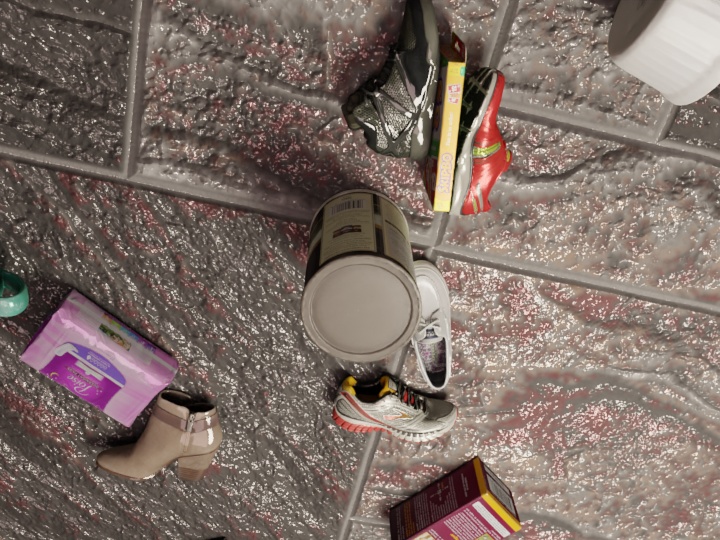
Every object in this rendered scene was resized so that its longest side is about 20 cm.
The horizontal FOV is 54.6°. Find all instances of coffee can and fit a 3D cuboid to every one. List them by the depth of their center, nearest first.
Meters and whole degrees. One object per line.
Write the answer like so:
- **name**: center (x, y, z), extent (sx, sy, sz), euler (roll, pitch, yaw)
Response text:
- **coffee can**: center (0.000, 0.000, 0.905), extent (0.144, 0.201, 0.148), euler (0, 118, 0)

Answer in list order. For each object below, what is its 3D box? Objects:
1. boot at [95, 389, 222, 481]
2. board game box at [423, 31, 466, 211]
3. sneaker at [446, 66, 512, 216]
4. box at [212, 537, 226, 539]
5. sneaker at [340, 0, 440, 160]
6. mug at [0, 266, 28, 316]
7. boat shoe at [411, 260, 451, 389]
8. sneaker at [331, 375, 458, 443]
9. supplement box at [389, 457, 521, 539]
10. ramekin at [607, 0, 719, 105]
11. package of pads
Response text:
- **boot**: center (-0.321, 0.262, 1.121), extent (0.197, 0.070, 0.148), euler (8, 111, -7)
- **board game box**: center (0.103, -0.185, 0.867), extent (0.029, 0.096, 0.203), euler (3, 118, -5)
- **sneaker**: center (0.159, -0.164, 0.903), extent (0.084, 0.077, 0.202), euler (0, 126, -14)
- **box**: center (-0.321, 0.595, 1.280), extent (0.197, 0.086, 0.166), euler (-11, 118, 5)
- **sneaker**: center (0.037, -0.233, 0.852), extent (0.112, 0.077, 0.202), euler (0, 124, -8)
- **mug**: center (-0.560, 0.026, 0.958), extent (0.184, 0.115, 0.152), euler (36, 111, -19)
- **boat shoe**: center (0.100, 0.085, 1.027), extent (0.071, 0.069, 0.203), euler (-5, 118, 1)
- **sneaker**: center (0.057, 0.212, 1.089), extent (0.197, 0.078, 0.083), euler (6, 117, -4)
- **supplement box**: center (0.159, 0.429, 1.201), extent (0.199, 0.086, 0.110), euler (-36, 113, 16)
- **ramekin**: center (0.358, -0.295, 0.762), extent (0.097, 0.201, 0.202), euler (23, 116, -5)
- **package of pads**: center (-0.386, 0.135, 1.040), extent (0.199, 0.076, 0.120), euler (39, 110, -19)
